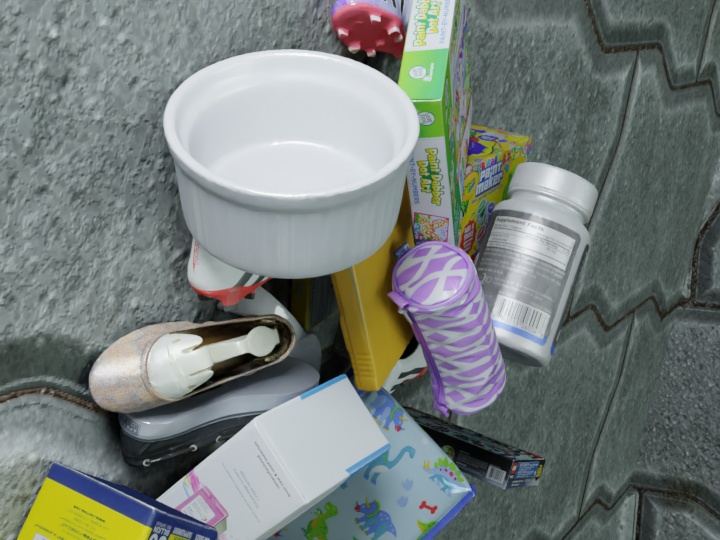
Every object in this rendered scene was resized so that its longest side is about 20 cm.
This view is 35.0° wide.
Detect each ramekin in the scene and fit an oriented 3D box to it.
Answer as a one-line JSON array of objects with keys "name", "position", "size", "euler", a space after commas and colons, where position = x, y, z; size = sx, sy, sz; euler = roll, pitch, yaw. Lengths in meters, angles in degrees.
[{"name": "ramekin", "position": [-0.055, -0.085, 0.919], "size": [0.201, 0.200, 0.098], "euler": [-48, 153, -41]}]

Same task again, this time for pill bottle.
[{"name": "pill bottle", "position": [0.181, -0.007, 1.236], "size": [0.114, 0.113, 0.201], "euler": [40, 69, -62]}]

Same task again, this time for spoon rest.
[{"name": "spoon rest", "position": [-0.078, 0.083, 1.119], "size": [0.100, 0.060, 0.200], "euler": [-59, 150, -25]}]

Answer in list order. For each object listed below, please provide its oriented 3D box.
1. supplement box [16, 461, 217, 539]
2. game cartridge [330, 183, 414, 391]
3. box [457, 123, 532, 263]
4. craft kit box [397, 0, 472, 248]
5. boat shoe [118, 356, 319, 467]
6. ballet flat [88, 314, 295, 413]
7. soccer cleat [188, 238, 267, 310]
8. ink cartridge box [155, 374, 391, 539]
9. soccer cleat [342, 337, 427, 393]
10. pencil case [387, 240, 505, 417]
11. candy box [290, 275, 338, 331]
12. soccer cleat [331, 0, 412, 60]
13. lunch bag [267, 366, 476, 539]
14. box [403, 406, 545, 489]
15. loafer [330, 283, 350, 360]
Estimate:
[{"name": "supplement box", "position": [-0.218, 0.272, 0.904], "size": [0.201, 0.109, 0.109], "euler": [-67, 153, -11]}, {"name": "game cartridge", "position": [0.019, -0.016, 1.084], "size": [0.176, 0.032, 0.201], "euler": [-53, 140, -51]}, {"name": "box", "position": [0.091, -0.054, 1.298], "size": [0.200, 0.121, 0.194], "euler": [-29, 129, -55]}, {"name": "craft kit box", "position": [0.073, -0.156, 1.071], "size": [0.198, 0.048, 0.201], "euler": [74, 20, -50]}, {"name": "boat shoe", "position": [-0.126, 0.123, 1.015], "size": [0.199, 0.069, 0.057], "euler": [-11, 126, -37]}, {"name": "ballet flat", "position": [-0.132, 0.070, 0.957], "size": [0.199, 0.067, 0.068], "euler": [-18, 96, -46]}, {"name": "soccer cleat", "position": [-0.076, -0.036, 1.023], "size": [0.200, 0.068, 0.086], "euler": [-29, 128, -44]}, {"name": "ink cartridge box", "position": [-0.091, 0.192, 1.013], "size": [0.200, 0.085, 0.144], "euler": [-39, 170, 32]}, {"name": "soccer cleat", "position": [0.007, 0.121, 1.271], "size": [0.200, 0.068, 0.086], "euler": [-35, 142, -31]}, {"name": "pencil case", "position": [0.087, 0.060, 1.108], "size": [0.086, 0.084, 0.200], "euler": [-46, 140, -18]}, {"name": "candy box", "position": [-0.031, -0.046, 1.170], "size": [0.102, 0.026, 0.201], "euler": [-27, 129, -51]}, {"name": "soccer cleat", "position": [0.028, -0.254, 1.138], "size": [0.200, 0.066, 0.077], "euler": [5, 71, -58]}, {"name": "lunch bag", "position": [-0.014, 0.225, 1.162], "size": [0.200, 0.170, 0.127], "euler": [-44, -174, -5]}, {"name": "box", "position": [0.117, 0.217, 1.419], "size": [0.137, 0.199, 0.040], "euler": [19, 89, -64]}, {"name": "loafer", "position": [0.000, 0.000, 1.156], "size": [0.075, 0.069, 0.201], "euler": [13, 79, -64]}]
